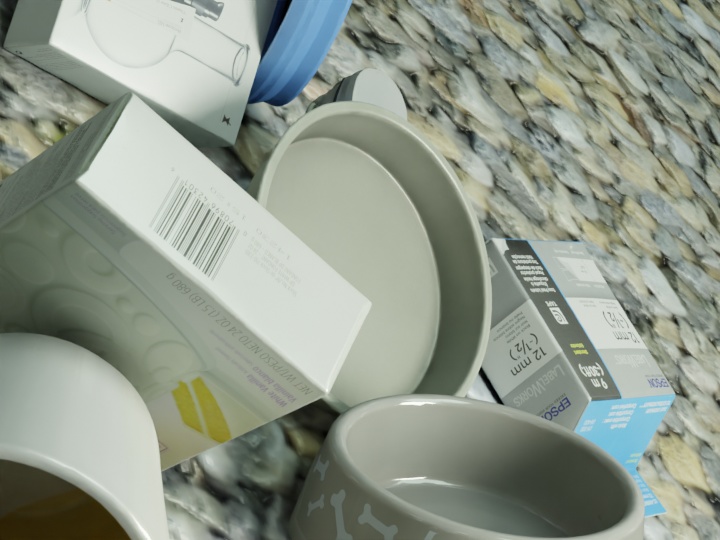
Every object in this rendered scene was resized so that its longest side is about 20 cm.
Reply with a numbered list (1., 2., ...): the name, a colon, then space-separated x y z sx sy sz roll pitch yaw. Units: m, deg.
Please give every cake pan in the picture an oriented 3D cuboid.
1. cake pan: 0.000 0.000 1.279 0.200 0.037 0.201 16 68 -43

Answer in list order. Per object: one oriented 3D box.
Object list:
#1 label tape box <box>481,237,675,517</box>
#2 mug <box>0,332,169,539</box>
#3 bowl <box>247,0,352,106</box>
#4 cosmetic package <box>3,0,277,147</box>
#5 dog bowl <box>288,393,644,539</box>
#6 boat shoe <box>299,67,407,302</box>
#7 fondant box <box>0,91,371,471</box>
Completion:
1. label tape box: 0.153 0.075 1.487 0.143 0.066 0.200 2 51 -58
2. mug: -0.148 0.117 0.883 0.149 0.187 0.153 11 24 -5
3. bowl: -0.036 -0.200 1.385 0.039 0.201 0.201 19 34 -16
4. cosmetic package: -0.116 -0.195 1.294 0.151 0.052 0.201 28 72 -42
5. dog bowl: 0.063 0.129 1.159 0.199 0.059 0.200 12 20 -4
6. boat shoe: -0.024 -0.040 1.349 0.072 0.066 0.201 36 50 -36
7. fondant box: -0.113 0.020 0.953 0.144 0.200 0.058 41 51 -19
